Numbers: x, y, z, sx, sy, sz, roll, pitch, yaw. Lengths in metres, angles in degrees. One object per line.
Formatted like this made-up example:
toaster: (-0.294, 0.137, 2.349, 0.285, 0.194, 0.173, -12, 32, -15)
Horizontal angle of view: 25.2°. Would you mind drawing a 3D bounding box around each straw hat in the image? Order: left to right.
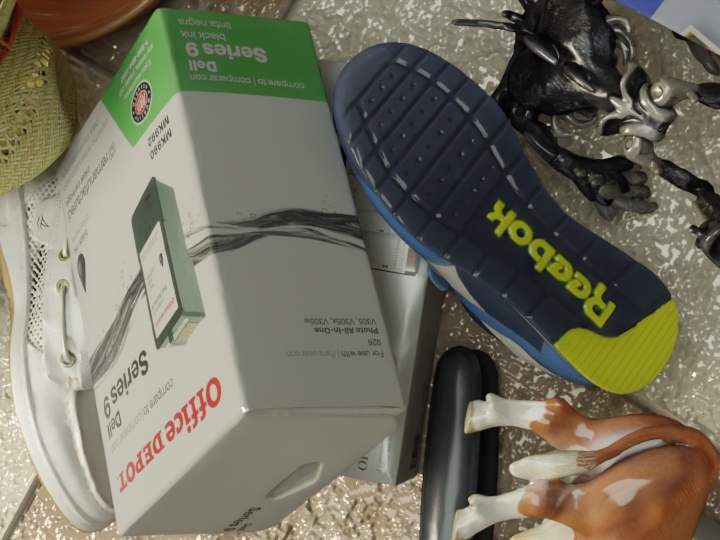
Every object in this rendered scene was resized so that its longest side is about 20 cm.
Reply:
straw hat: (-0.187, -0.084, 0.799, 0.085, 0.201, 0.201, 35, 102, -28)

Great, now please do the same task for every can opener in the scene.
can opener: (0.044, 0.138, 0.785, 0.078, 0.063, 0.202, 6, 91, 12)

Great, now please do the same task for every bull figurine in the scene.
bull figurine: (0.090, 0.144, 0.708, 0.120, 0.065, 0.202, 10, 115, -3)

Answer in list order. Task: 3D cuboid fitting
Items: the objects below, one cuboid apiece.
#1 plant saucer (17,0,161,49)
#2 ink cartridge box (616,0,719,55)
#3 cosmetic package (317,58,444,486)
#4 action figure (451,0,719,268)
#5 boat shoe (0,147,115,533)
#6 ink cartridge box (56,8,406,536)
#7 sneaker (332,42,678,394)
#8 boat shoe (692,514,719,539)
plant saucer: (-0.163, -0.217, 0.861, 0.198, 0.037, 0.203, 0, 89, 16)
ink cartridge box: (0.146, -0.130, 0.680, 0.199, 0.120, 0.042, 24, 118, -26)
cosmetic package: (0.000, 0.000, 0.806, 0.082, 0.051, 0.202, 9, 92, 17)
action figure: (0.134, -0.075, 0.746, 0.200, 0.102, 0.119, 44, 109, 32)
boat shoe: (-0.140, 0.032, 0.834, 0.069, 0.071, 0.202, -14, 85, 17)
ink cartridge box: (-0.067, 0.004, 0.745, 0.146, 0.083, 0.202, -45, 51, 47)
sneaker: (0.057, -0.019, 0.750, 0.074, 0.082, 0.200, -44, 98, -12)
boat shoe: (0.174, 0.163, 0.749, 0.199, 0.072, 0.066, 28, 97, 8)
